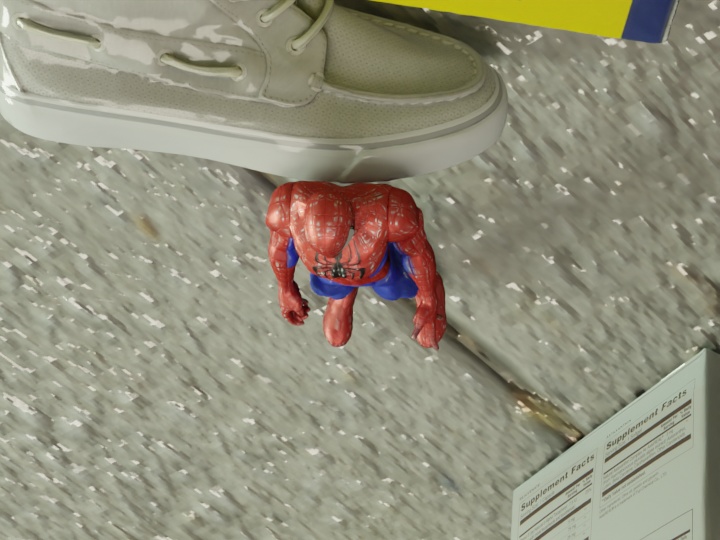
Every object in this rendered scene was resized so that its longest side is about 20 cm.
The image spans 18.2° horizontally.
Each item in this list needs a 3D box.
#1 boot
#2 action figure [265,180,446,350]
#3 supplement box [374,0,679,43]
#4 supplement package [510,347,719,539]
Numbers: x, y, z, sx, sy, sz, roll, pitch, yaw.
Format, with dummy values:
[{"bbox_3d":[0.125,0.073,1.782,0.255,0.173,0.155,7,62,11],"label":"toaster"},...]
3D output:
[{"bbox_3d":[-0.039,-0.093,0.828,0.198,0.074,0.096,3,132,-5],"label":"boot"},{"bbox_3d":[0.000,0.000,0.882,0.065,0.052,0.200,5,167,9],"label":"action figure"},{"bbox_3d":[0.011,-0.160,0.712,0.198,0.109,0.110,9,140,-2],"label":"supplement box"},{"bbox_3d":[0.165,0.176,1.013,0.151,0.201,0.151,26,137,-21],"label":"supplement package"}]
